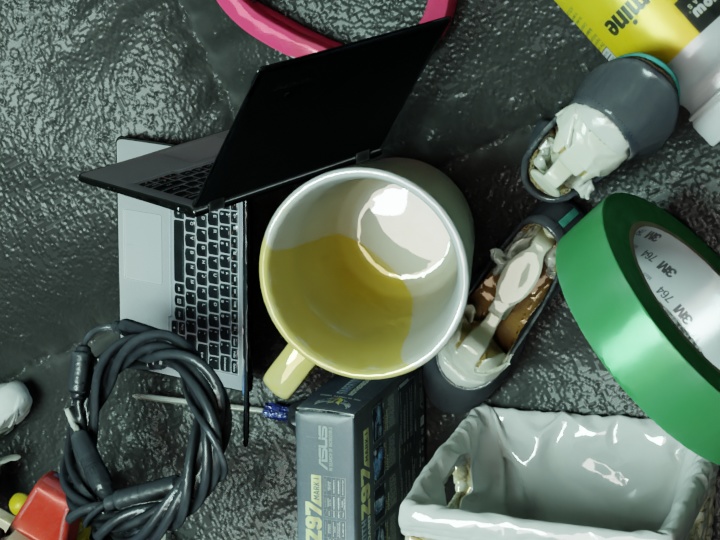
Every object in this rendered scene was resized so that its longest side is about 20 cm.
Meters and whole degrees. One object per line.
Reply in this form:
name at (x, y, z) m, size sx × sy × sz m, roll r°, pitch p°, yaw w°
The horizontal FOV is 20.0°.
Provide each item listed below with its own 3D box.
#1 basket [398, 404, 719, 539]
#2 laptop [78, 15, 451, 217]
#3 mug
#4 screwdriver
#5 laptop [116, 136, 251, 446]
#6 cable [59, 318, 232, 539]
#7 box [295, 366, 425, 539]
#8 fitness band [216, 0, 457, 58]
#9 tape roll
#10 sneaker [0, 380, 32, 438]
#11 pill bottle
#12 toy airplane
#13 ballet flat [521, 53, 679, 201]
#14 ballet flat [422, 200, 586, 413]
basket at (0.150, 0.209, 1.464) m, size 0.198 × 0.198 × 0.162 m, roll 3°, pitch 109°, yaw 20°
laptop at (-0.069, -0.119, 1.428) m, size 0.199 × 0.186 × 0.117 m, roll 16°, pitch 116°, yaw 41°
mug at (0.002, -0.009, 1.477) m, size 0.185 × 0.153 × 0.151 m, roll -19°, pitch 99°, yaw 17°
screwdriver at (-0.092, 0.107, 1.619) m, size 0.198 × 0.028 × 0.029 m, roll 9°, pitch 136°, yaw 16°
laptop at (-0.135, 0.011, 1.539) m, size 0.199 × 0.116 × 0.189 m, roll 10°, pitch 107°, yaw 30°
cable at (-0.165, 0.122, 1.498) m, size 0.199 × 0.051 × 0.165 m, roll 16°, pitch 87°, yaw 49°
box at (0.002, 0.176, 1.531) m, size 0.051 × 0.158 × 0.202 m, roll 4°, pitch 106°, yaw 20°
fitness band at (-0.022, -0.225, 1.505) m, size 0.199 × 0.037 × 0.145 m, roll 27°, pitch 109°, yaw 12°
tape roll at (0.218, 0.039, 1.386) m, size 0.048 × 0.200 × 0.201 m, roll -41°, pitch 87°, yaw 25°
sneaker at (-0.368, 0.113, 1.707) m, size 0.199 × 0.078 × 0.100 m, roll -17°, pitch 89°, yaw 21°
pill bottle at (0.204, -0.187, 1.382) m, size 0.200 × 0.112 × 0.112 m, roll 48°, pitch 115°, yaw 3°
toy airplane at (-0.251, 0.229, 1.671) m, size 0.198 × 0.142 × 0.200 m, roll -4°, pitch 133°, yaw 41°
ballet flat at (0.156, -0.086, 1.381) m, size 0.072 × 0.200 × 0.074 m, roll 3°, pitch 79°, yaw -14°
ballet flat at (0.099, 0.032, 1.505) m, size 0.073 × 0.073 × 0.201 m, roll 38°, pitch 114°, yaw 8°
